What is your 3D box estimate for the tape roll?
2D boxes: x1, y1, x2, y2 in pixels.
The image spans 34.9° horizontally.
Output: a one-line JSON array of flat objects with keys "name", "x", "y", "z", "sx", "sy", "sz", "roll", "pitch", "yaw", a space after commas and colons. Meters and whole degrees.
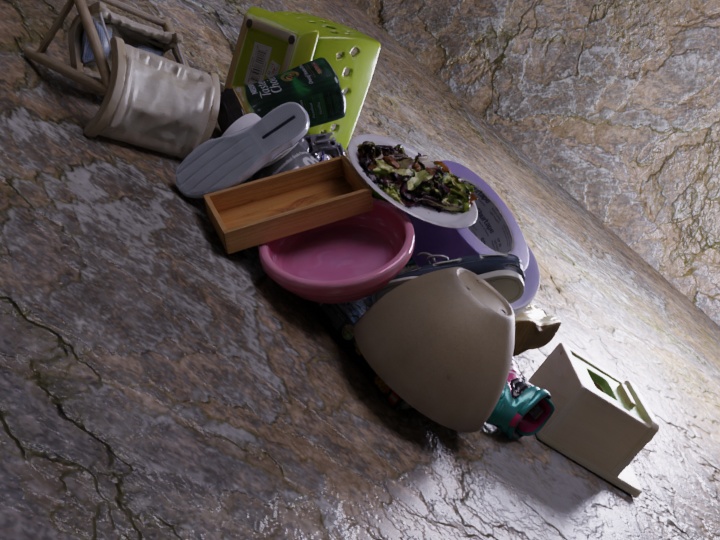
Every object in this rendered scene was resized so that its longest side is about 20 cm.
[{"name": "tape roll", "x": 0.148, "y": -0.056, "z": 1.665, "sx": 0.199, "sy": 0.085, "sz": 0.201, "roll": 35, "pitch": 32, "yaw": -26}]

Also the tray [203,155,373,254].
[{"name": "tray", "x": -0.093, "y": -0.086, "z": 1.476, "sx": 0.198, "sy": 0.037, "sz": 0.099, "roll": -17, "pitch": 37, "yaw": -15}]

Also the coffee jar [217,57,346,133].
[{"name": "coffee jar", "x": -0.129, "y": -0.260, "z": 1.805, "sx": 0.105, "sy": 0.198, "sz": 0.086, "roll": -121, "pitch": -167, "yaw": -47}]

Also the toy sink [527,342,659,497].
[{"name": "toy sink", "x": 0.353, "y": 0.216, "z": 1.677, "sx": 0.199, "sy": 0.112, "sz": 0.131, "roll": 32, "pitch": 19, "yaw": -17}]

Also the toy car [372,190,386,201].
[{"name": "toy car", "x": -0.007, "y": -0.100, "z": 1.791, "sx": 0.198, "sy": 0.160, "sz": 0.164, "roll": 16, "pitch": -3, "yaw": 26}]

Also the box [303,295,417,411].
[{"name": "box", "x": 0.031, "y": 0.097, "z": 1.465, "sx": 0.200, "sy": 0.040, "sz": 0.136, "roll": 48, "pitch": 21, "yaw": 29}]

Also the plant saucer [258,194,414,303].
[{"name": "plant saucer", "x": -0.029, "y": -0.023, "z": 1.453, "sx": 0.198, "sy": 0.051, "sz": 0.202, "roll": -4, "pitch": 37, "yaw": 3}]

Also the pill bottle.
[{"name": "pill bottle", "x": -0.109, "y": -0.123, "z": 1.615, "sx": 0.200, "sy": 0.114, "sz": 0.114, "roll": 42, "pitch": 18, "yaw": 13}]

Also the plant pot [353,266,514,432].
[{"name": "plant pot", "x": 0.109, "y": 0.076, "z": 1.385, "sx": 0.199, "sy": 0.135, "sz": 0.201, "roll": 33, "pitch": 19, "yaw": -13}]

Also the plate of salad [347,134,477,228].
[{"name": "plate of salad", "x": 0.075, "y": -0.128, "z": 1.527, "sx": 0.198, "sy": 0.048, "sz": 0.201, "roll": 24, "pitch": 30, "yaw": -15}]

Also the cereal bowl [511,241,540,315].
[{"name": "cereal bowl", "x": 0.175, "y": 0.006, "z": 1.790, "sx": 0.198, "sy": 0.084, "sz": 0.202, "roll": 12, "pitch": 48, "yaw": -14}]

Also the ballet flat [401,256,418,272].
[{"name": "ballet flat", "x": 0.000, "y": 0.000, "z": 1.577, "sx": 0.199, "sy": 0.072, "sz": 0.072, "roll": -4, "pitch": 43, "yaw": -48}]

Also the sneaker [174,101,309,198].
[{"name": "sneaker", "x": -0.154, "y": -0.151, "z": 1.530, "sx": 0.074, "sy": 0.198, "sz": 0.071, "roll": 60, "pitch": -9, "yaw": 11}]

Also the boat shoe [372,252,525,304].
[{"name": "boat shoe", "x": 0.113, "y": 0.014, "z": 1.484, "sx": 0.062, "sy": 0.198, "sz": 0.075, "roll": -85, "pitch": 158, "yaw": -50}]

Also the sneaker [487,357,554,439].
[{"name": "sneaker", "x": 0.209, "y": 0.164, "z": 1.568, "sx": 0.120, "sy": 0.084, "sz": 0.200, "roll": 34, "pitch": 25, "yaw": 6}]

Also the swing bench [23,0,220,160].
[{"name": "swing bench", "x": -0.310, "y": -0.267, "z": 1.559, "sx": 0.200, "sy": 0.130, "sz": 0.198, "roll": 48, "pitch": 20, "yaw": 28}]

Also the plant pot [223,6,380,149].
[{"name": "plant pot", "x": -0.114, "y": -0.338, "z": 1.961, "sx": 0.198, "sy": 0.202, "sz": 0.180, "roll": 28, "pitch": 16, "yaw": 36}]

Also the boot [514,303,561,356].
[{"name": "boot", "x": 0.227, "y": 0.063, "z": 1.882, "sx": 0.155, "sy": 0.073, "sz": 0.199, "roll": 41, "pitch": 26, "yaw": 27}]

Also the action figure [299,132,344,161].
[{"name": "action figure", "x": -0.087, "y": -0.183, "z": 1.816, "sx": 0.128, "sy": 0.070, "sz": 0.200, "roll": 0, "pitch": 5, "yaw": 3}]
